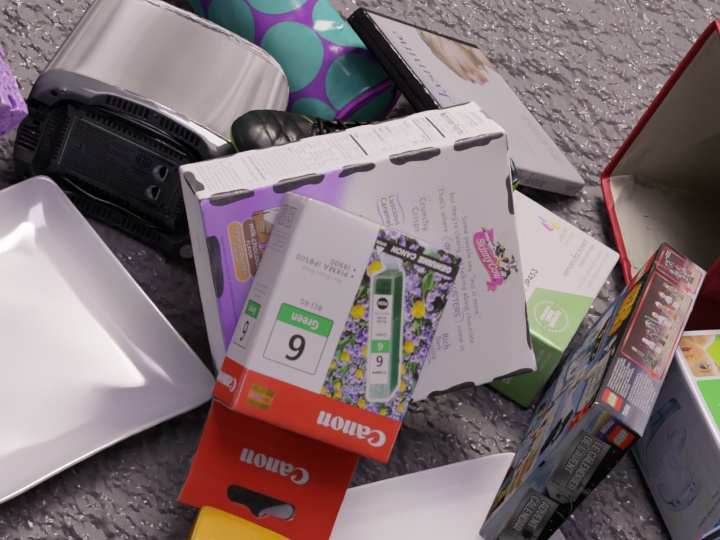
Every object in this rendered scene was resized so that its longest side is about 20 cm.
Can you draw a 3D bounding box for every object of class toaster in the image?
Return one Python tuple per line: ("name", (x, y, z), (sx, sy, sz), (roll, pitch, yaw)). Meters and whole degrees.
("toaster", (-0.142, -0.103, 1.776), (0.199, 0.114, 0.129), (24, 42, -1))

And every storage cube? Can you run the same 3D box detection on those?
("storage cube", (0.299, -0.043, 1.868), (0.179, 0.200, 0.171), (11, 47, -23))

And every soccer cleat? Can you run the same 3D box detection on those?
("soccer cleat", (0.010, -0.074, 1.718), (0.199, 0.081, 0.068), (18, 40, -28))

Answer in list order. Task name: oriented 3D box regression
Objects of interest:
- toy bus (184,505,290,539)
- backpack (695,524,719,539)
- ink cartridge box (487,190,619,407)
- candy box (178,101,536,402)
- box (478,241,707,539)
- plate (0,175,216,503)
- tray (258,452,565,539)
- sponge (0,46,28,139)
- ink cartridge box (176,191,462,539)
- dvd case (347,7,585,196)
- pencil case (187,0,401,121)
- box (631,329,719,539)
("toy bus", (-0.096, 0.230, 1.530), (0.065, 0.078, 0.200), (24, 46, -5))
("backpack", (0.241, 0.260, 1.596), (0.200, 0.182, 0.134), (55, 33, 7))
("ink cartridge box", (0.063, -0.011, 1.818), (0.200, 0.067, 0.117), (31, 46, 3))
("candy box", (0.000, 0.000, 1.670), (0.199, 0.169, 0.072), (-13, 23, -11))
("box", (0.152, 0.084, 1.705), (0.040, 0.137, 0.200), (35, 36, -3))
("plate", (-0.220, 0.047, 1.664), (0.199, 0.032, 0.200), (-25, 65, -39))
("tray", (0.038, 0.180, 1.674), (0.199, 0.022, 0.108), (-11, 56, -31))
("sponge", (-0.294, -0.148, 1.746), (0.030, 0.111, 0.201), (22, 35, -53))
("ink cartridge box", (-0.025, 0.065, 1.599), (0.109, 0.050, 0.201), (20, 90, -20))
("dvd case", (0.078, -0.118, 1.878), (0.143, 0.018, 0.200), (54, 19, 19))
("pencil case", (-0.052, -0.176, 1.897), (0.092, 0.085, 0.200), (-31, 68, -25))
("box", (0.300, 0.134, 1.783), (0.199, 0.097, 0.177), (-1, 50, -27))
